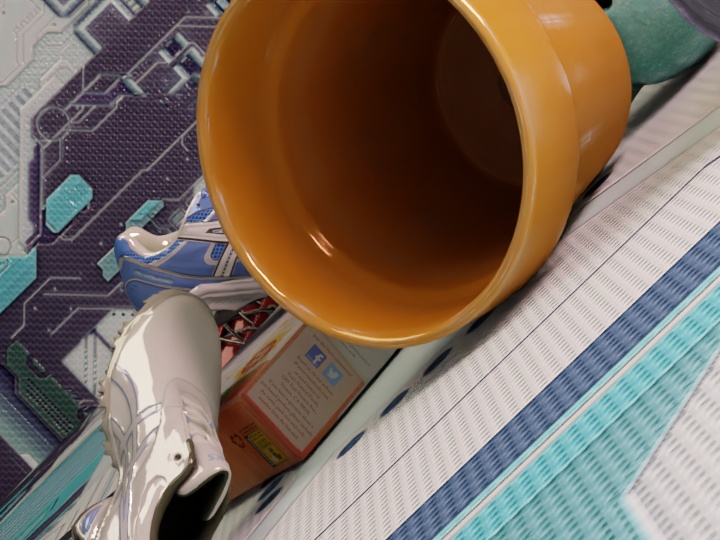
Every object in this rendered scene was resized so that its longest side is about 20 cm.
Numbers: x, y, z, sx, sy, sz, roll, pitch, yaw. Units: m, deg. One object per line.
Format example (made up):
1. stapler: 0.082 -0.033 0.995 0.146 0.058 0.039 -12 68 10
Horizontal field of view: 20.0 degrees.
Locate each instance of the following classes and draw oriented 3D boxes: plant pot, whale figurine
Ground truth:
1. plant pot: 0.046 -0.082 1.067 0.200 0.201 0.183 -40 -9 36
2. whale figurine: 0.115 -0.157 1.165 0.198 0.160 0.104 -13 17 25

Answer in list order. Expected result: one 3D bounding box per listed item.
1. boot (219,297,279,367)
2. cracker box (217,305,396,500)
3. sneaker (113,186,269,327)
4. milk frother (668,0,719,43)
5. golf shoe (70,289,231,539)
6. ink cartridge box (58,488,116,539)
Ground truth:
1. boot: -0.077 0.026 1.327 0.200 0.072 0.145 -48 -35 -46
2. cracker box: -0.028 0.048 1.231 0.200 0.058 0.134 -49 8 -35
3. sneaker: -0.062 -0.024 1.244 0.199 0.077 0.076 -28 10 11
4. milk frother: 0.202 -0.235 0.922 0.180 0.200 0.188 -36 9 33
5. golf shoe: -0.093 0.099 1.082 0.097 0.078 0.202 -16 54 42
6. ink cartridge box: -0.213 0.228 1.334 0.200 0.043 0.198 -44 5 16
